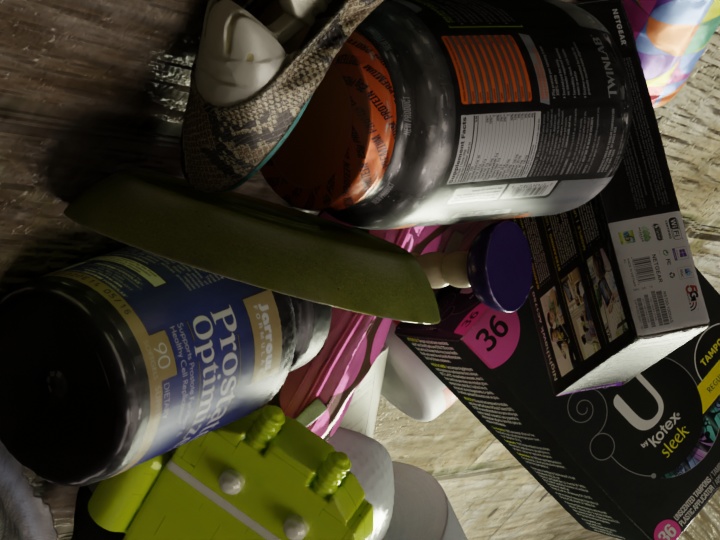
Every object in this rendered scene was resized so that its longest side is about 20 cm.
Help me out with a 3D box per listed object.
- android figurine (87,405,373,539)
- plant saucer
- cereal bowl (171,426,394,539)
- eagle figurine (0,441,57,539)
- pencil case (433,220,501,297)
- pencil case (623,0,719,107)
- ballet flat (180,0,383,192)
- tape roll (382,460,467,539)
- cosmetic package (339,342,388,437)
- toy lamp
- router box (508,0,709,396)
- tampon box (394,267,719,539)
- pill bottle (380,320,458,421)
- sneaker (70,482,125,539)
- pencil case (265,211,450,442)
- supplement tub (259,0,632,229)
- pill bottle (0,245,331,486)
[{"bbox_3d":[-0.069,0.159,1.497,0.200,0.182,0.041,-56,176,37],"label":"android figurine"},{"bbox_3d":[-0.051,-0.016,1.299,0.200,0.199,0.031,6,101,-70],"label":"plant saucer"},{"bbox_3d":[-0.073,0.172,1.691,0.198,0.084,0.200,-5,155,-2],"label":"cereal bowl"},{"bbox_3d":[-0.221,0.195,1.496,0.150,0.200,0.152,-23,-148,41],"label":"eagle figurine"},{"bbox_3d":[0.079,-0.063,1.650,0.200,0.087,0.087,-44,164,-4],"label":"pencil case"},{"bbox_3d":[0.201,-0.188,1.643,0.088,0.088,0.200,-34,162,-33],"label":"pencil case"},{"bbox_3d":[-0.033,-0.132,1.267,0.200,0.068,0.075,-49,143,-5],"label":"ballet flat"},{"bbox_3d":[-0.018,0.222,1.799,0.200,0.200,0.066,-38,120,-20],"label":"tape roll"},{"bbox_3d":[-0.045,0.094,1.763,0.105,0.071,0.200,-37,163,-19],"label":"cosmetic package"},{"bbox_3d":[0.000,0.000,1.479,0.199,0.059,0.058,-4,-171,34],"label":"toy lamp"},{"bbox_3d":[0.134,-0.041,1.518,0.051,0.202,0.149,-9,168,-18],"label":"router box"},{"bbox_3d":[0.154,0.057,1.673,0.150,0.200,0.126,-48,-165,-13],"label":"tampon box"},{"bbox_3d":[0.083,0.001,1.773,0.200,0.111,0.112,-40,164,-14],"label":"pill bottle"},{"bbox_3d":[-0.089,0.191,1.593,0.075,0.199,0.107,-51,166,-56],"label":"sneaker"},{"bbox_3d":[-0.014,0.028,1.564,0.201,0.090,0.094,-63,-176,4],"label":"pencil case"},{"bbox_3d":[0.043,-0.086,1.386,0.199,0.123,0.123,-5,141,-44],"label":"supplement tub"},{"bbox_3d":[-0.106,0.038,1.400,0.199,0.112,0.112,-22,153,-53],"label":"pill bottle"}]
